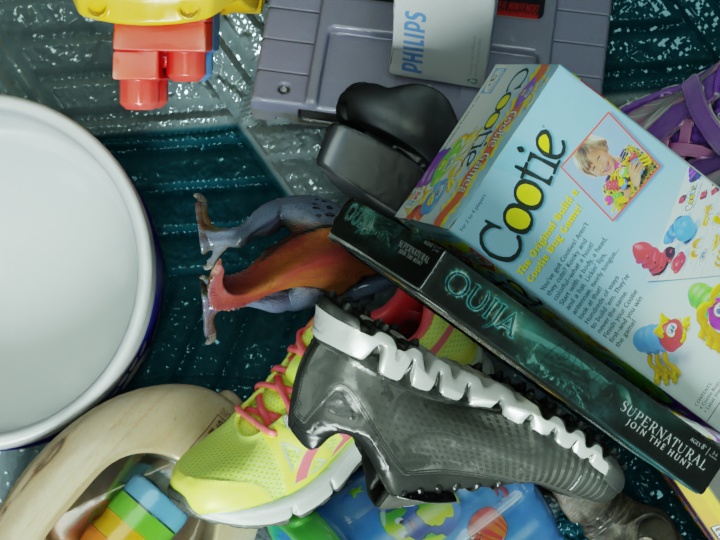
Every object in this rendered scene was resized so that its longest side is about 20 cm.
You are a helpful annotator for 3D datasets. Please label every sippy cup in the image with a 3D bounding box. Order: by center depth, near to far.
[{"bbox_3d":[0.036,0.153,1.308,0.130,0.140,0.179,-35,95,-12],"label":"sippy cup"}]

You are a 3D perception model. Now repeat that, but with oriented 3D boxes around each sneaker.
[{"bbox_3d":[0.045,0.091,1.239,0.199,0.066,0.091,26,94,-20],"label":"sneaker"},{"bbox_3d":[-0.023,0.064,1.277,0.199,0.078,0.091,-30,124,-22],"label":"sneaker"},{"bbox_3d":[0.192,-0.077,1.337,0.199,0.088,0.081,-33,87,3],"label":"sneaker"}]

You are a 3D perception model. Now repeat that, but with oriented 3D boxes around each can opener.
[{"bbox_3d":[0.069,-0.042,1.306,0.199,0.063,0.079,28,90,-16],"label":"can opener"}]

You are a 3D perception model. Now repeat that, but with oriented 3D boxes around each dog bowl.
[{"bbox_3d":[-0.213,0.004,1.354,0.198,0.079,0.202,0,84,3],"label":"dog bowl"}]

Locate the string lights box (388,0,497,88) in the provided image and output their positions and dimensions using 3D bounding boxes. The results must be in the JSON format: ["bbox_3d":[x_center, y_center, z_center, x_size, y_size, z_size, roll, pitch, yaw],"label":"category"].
[{"bbox_3d":[0.059,-0.217,1.321,0.058,0.103,0.202,9,67,3],"label":"string lights box"}]

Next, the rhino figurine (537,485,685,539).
[{"bbox_3d":[0.156,0.163,1.313,0.060,0.087,0.200,-41,89,14],"label":"rhino figurine"}]

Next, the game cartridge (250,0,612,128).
[{"bbox_3d":[0.044,-0.137,1.359,0.198,0.038,0.131,7,69,4],"label":"game cartridge"}]

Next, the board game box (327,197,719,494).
[{"bbox_3d":[0.084,0.037,1.215,0.199,0.135,0.028,36,89,-25],"label":"board game box"}]

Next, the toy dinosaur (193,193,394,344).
[{"bbox_3d":[0.000,0.000,1.313,0.180,0.200,0.106,-4,112,-5],"label":"toy dinosaur"}]

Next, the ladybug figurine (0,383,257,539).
[{"bbox_3d":[-0.136,0.146,1.330,0.200,0.072,0.136,-46,107,-9],"label":"ladybug figurine"}]

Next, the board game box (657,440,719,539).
[{"bbox_3d":[0.249,0.085,1.336,0.165,0.057,0.201,-36,84,0],"label":"board game box"}]

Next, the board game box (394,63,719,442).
[{"bbox_3d":[0.135,-0.010,1.240,0.199,0.103,0.105,36,85,-15],"label":"board game box"}]

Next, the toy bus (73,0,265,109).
[{"bbox_3d":[-0.114,-0.186,1.314,0.134,0.200,0.194,3,92,5],"label":"toy bus"}]
